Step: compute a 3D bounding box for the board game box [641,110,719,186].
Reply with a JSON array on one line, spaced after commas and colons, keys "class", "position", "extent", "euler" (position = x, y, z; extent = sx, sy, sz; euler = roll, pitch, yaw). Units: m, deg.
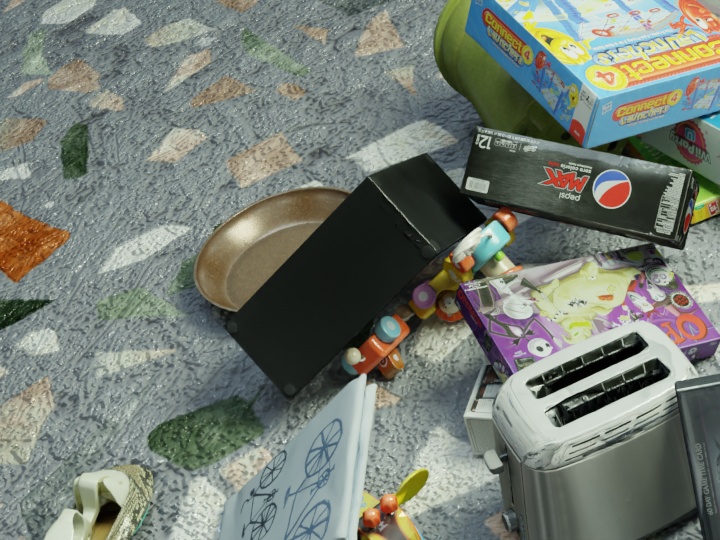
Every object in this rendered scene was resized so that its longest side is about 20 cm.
[{"class": "board game box", "position": [0.395, -0.156, 1.378], "extent": [0.198, 0.065, 0.147], "euler": [-24, 39, -22]}]

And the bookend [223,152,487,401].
[{"class": "bookend", "position": [0.000, 0.000, 1.322], "extent": [0.200, 0.092, 0.199], "euler": [-45, -5, 19]}]

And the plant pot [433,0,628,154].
[{"class": "plant pot", "position": [0.191, -0.193, 1.465], "extent": [0.198, 0.201, 0.185], "euler": [-17, 48, 2]}]

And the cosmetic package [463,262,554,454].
[{"class": "cosmetic package", "position": [0.157, 0.073, 1.235], "extent": [0.082, 0.051, 0.201], "euler": [1, 40, 23]}]

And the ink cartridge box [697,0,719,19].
[{"class": "ink cartridge box", "position": [0.360, -0.294, 1.489], "extent": [0.144, 0.202, 0.084], "euler": [14, 44, 36]}]

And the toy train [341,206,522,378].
[{"class": "toy train", "position": [0.074, 0.029, 1.285], "extent": [0.200, 0.056, 0.150], "euler": [-45, -3, 36]}]

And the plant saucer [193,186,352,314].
[{"class": "plant saucer", "position": [-0.073, -0.012, 1.459], "extent": [0.198, 0.037, 0.201], "euler": [-12, 36, 9]}]

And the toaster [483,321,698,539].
[{"class": "toaster", "position": [0.192, 0.129, 1.083], "extent": [0.198, 0.130, 0.114], "euler": [-22, 37, -5]}]

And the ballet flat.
[{"class": "ballet flat", "position": [-0.230, 0.221, 1.199], "extent": [0.067, 0.076, 0.201], "euler": [-3, 39, 22]}]

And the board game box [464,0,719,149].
[{"class": "board game box", "position": [0.233, -0.213, 1.325], "extent": [0.198, 0.056, 0.196], "euler": [-18, 49, -27]}]

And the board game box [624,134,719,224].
[{"class": "board game box", "position": [0.329, -0.122, 1.427], "extent": [0.095, 0.030, 0.201], "euler": [-21, 39, -4]}]

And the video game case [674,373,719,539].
[{"class": "video game case", "position": [0.334, 0.127, 1.011], "extent": [0.197, 0.144, 0.019], "euler": [-12, 20, 10]}]

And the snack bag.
[{"class": "snack bag", "position": [-0.059, 0.198, 1.107], "extent": [0.200, 0.021, 0.189], "euler": [-45, 21, 28]}]

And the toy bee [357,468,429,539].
[{"class": "toy bee", "position": [0.018, 0.199, 1.089], "extent": [0.198, 0.110, 0.131], "euler": [9, 44, 34]}]

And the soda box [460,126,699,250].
[{"class": "soda box", "position": [0.194, -0.073, 1.258], "extent": [0.198, 0.071, 0.064], "euler": [15, 89, 20]}]

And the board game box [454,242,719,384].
[{"class": "board game box", "position": [0.192, 0.042, 1.204], "extent": [0.198, 0.032, 0.121], "euler": [-12, 54, -23]}]
